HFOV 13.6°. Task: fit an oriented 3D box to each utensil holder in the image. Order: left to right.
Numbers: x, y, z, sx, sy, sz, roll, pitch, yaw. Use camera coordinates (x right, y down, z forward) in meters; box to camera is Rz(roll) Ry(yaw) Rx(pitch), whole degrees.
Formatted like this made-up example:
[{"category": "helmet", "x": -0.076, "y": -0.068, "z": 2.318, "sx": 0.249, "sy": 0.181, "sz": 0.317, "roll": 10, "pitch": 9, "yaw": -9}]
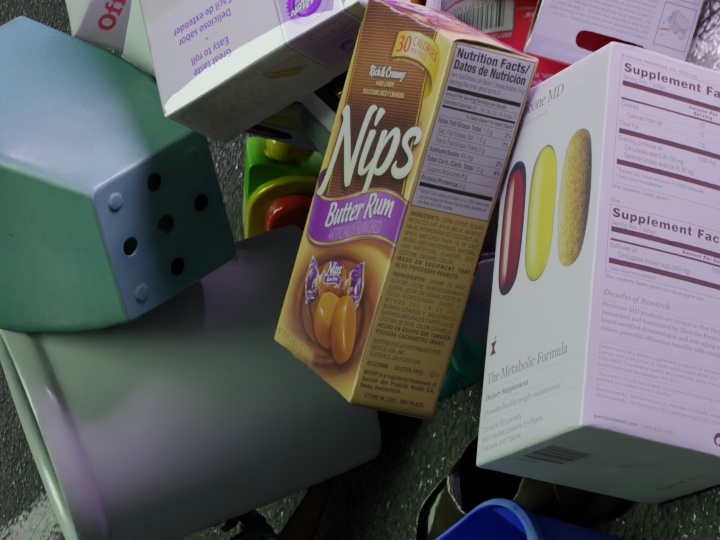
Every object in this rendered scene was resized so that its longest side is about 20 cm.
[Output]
[{"category": "utensil holder", "x": -0.107, "y": 0.076, "z": 1.868, "sx": 0.170, "sy": 0.199, "sz": 0.171, "roll": 159, "pitch": 90, "yaw": -80}]

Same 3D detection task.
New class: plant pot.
[{"category": "plant pot", "x": -0.177, "y": -0.047, "z": 1.809, "sx": 0.200, "sy": 0.141, "sz": 0.142, "roll": 17, "pitch": 130, "yaw": 44}]

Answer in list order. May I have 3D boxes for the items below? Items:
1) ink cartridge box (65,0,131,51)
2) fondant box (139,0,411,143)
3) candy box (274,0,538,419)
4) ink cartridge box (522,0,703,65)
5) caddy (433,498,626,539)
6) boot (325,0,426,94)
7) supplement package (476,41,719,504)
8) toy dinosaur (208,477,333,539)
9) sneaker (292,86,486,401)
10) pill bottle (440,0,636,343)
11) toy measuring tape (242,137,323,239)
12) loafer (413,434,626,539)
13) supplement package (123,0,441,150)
[{"category": "ink cartridge box", "x": -0.085, "y": -0.208, "z": 2.038, "sx": 0.148, "sy": 0.199, "sz": 0.086, "roll": -62, "pitch": 27, "yaw": 31}, {"category": "fondant box", "x": -0.060, "y": -0.195, "z": 1.717, "sx": 0.144, "sy": 0.058, "sz": 0.201, "roll": -29, "pitch": 61, "yaw": 28}, {"category": "candy box", "x": 0.021, "y": -0.036, "z": 1.603, "sx": 0.117, "sy": 0.056, "sz": 0.201, "roll": 35, "pitch": 110, "yaw": 62}, {"category": "ink cartridge box", "x": 0.146, "y": -0.206, "z": 1.618, "sx": 0.050, "sy": 0.109, "sz": 0.201, "roll": 27, "pitch": 102, "yaw": 58}, {"category": "caddy", "x": 0.066, "y": 0.204, "z": 1.582, "sx": 0.200, "sy": 0.105, "sz": 0.142, "roll": -44, "pitch": 40, "yaw": 51}, {"category": "boot", "x": 0.034, "y": -0.184, "z": 1.720, "sx": 0.201, "sy": 0.071, "sz": 0.145, "roll": -34, "pitch": 42, "yaw": 59}, {"category": "supplement package", "x": 0.138, "y": 0.004, "z": 1.525, "sx": 0.114, "sy": 0.109, "sz": 0.201, "roll": -28, "pitch": 52, "yaw": 60}, {"category": "toy dinosaur", "x": -0.050, "y": 0.240, "z": 1.907, "sx": 0.105, "sy": 0.199, "sz": 0.182, "roll": 18, "pitch": 129, "yaw": 54}, {"category": "sneaker", "x": 0.000, "y": 0.000, "z": 1.740, "sx": 0.121, "sy": 0.084, "sz": 0.200, "roll": -40, "pitch": 75, "yaw": 7}, {"category": "pill bottle", "x": 0.094, "y": -0.065, "z": 1.660, "sx": 0.112, "sy": 0.112, "sz": 0.201, "roll": -32, "pitch": 49, "yaw": 59}, {"category": "toy measuring tape", "x": -0.046, "y": -0.027, "z": 2.055, "sx": 0.201, "sy": 0.073, "sz": 0.074, "roll": 95, "pitch": 170, "yaw": -48}, {"category": "loafer", "x": 0.075, "y": 0.116, "z": 1.655, "sx": 0.200, "sy": 0.071, "sz": 0.073, "roll": -40, "pitch": 42, "yaw": 54}, {"category": "supplement package", "x": -0.034, "y": -0.144, "z": 1.866, "sx": 0.114, "sy": 0.199, "sz": 0.110, "roll": -19, "pitch": 60, "yaw": 64}]
